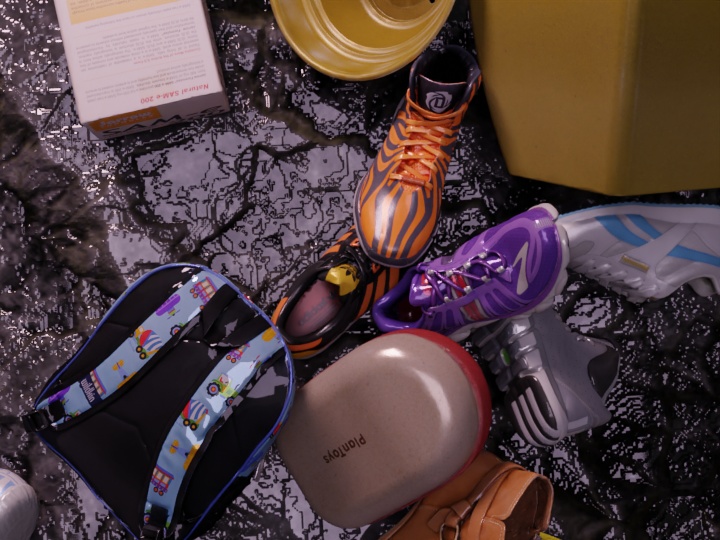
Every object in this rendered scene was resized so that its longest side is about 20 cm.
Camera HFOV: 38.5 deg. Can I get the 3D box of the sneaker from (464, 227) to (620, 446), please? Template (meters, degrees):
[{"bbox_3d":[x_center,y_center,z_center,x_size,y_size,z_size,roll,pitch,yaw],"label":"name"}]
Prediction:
[{"bbox_3d":[0.164,0.053,0.910,0.115,0.075,0.201,-5,67,-29],"label":"sneaker"}]

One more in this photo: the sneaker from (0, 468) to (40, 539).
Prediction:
[{"bbox_3d":[-0.331,0.266,0.886,0.072,0.072,0.201,19,93,35],"label":"sneaker"}]

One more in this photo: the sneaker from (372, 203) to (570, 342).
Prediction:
[{"bbox_3d":[0.087,0.013,0.842,0.083,0.200,0.081,2,62,-42],"label":"sneaker"}]

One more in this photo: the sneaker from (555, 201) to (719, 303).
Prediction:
[{"bbox_3d":[0.231,-0.014,0.892,0.199,0.077,0.081,-1,83,-10],"label":"sneaker"}]

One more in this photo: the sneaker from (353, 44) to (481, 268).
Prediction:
[{"bbox_3d":[0.046,-0.107,0.856,0.077,0.112,0.201,14,62,-1],"label":"sneaker"}]

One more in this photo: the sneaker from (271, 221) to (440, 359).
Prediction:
[{"bbox_3d":[0.000,0.000,0.890,0.070,0.090,0.200,45,87,2],"label":"sneaker"}]

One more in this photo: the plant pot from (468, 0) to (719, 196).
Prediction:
[{"bbox_3d":[0.216,-0.159,0.837,0.199,0.200,0.177,-7,105,-31],"label":"plant pot"}]

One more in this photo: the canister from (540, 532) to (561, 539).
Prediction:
[{"bbox_3d":[0.144,0.331,0.873,0.148,0.087,0.201,21,87,-1],"label":"canister"}]

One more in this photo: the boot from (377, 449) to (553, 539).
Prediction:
[{"bbox_3d":[0.073,0.241,0.830,0.073,0.154,0.201,23,77,-30],"label":"boot"}]

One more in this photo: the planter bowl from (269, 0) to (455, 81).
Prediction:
[{"bbox_3d":[0.021,-0.265,0.895,0.200,0.083,0.202,5,98,34],"label":"planter bowl"}]

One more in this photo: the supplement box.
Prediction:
[{"bbox_3d":[-0.199,-0.230,0.911,0.125,0.074,0.201,-12,86,-2],"label":"supplement box"}]

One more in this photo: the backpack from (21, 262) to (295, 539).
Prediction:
[{"bbox_3d":[-0.141,0.099,0.836,0.182,0.134,0.200,41,97,13],"label":"backpack"}]

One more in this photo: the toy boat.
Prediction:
[{"bbox_3d":[0.031,0.124,0.870,0.200,0.131,0.131,-37,82,39],"label":"toy boat"}]
